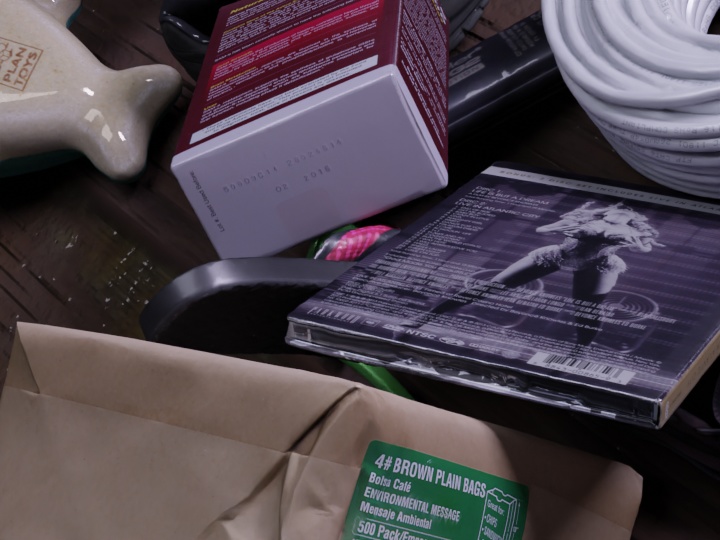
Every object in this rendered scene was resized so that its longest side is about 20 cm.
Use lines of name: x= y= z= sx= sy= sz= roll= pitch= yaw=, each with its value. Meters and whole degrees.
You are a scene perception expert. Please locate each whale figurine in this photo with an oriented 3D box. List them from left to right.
whale figurine: x=-0.199 y=-0.098 z=1.137 sx=0.199 sy=0.104 sz=0.160 roll=15 pitch=67 yaw=17

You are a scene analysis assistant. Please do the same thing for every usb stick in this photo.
usb stick: x=0.028 y=-0.072 z=0.939 sx=0.200 sy=0.033 sz=0.055 roll=-29 pitch=29 yaw=2

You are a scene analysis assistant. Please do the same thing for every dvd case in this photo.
dvd case: x=0.082 y=0.003 z=0.766 sx=0.148 sy=0.016 sz=0.200 roll=11 pitch=26 yaw=25

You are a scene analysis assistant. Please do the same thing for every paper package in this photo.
paper package: x=-0.021 y=0.097 z=0.752 sx=0.190 sy=0.200 sz=0.104 roll=6 pitch=80 yaw=39

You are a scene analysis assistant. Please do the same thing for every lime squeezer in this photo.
lime squeezer: x=0.000 y=0.000 z=0.934 sx=0.070 sy=0.038 sz=0.201 roll=-21 pitch=48 yaw=25

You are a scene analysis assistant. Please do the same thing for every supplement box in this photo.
supplement box: x=-0.018 y=-0.085 z=0.895 sx=0.109 sy=0.061 sz=0.200 roll=-21 pitch=25 yaw=14

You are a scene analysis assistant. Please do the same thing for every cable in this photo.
cable: x=0.181 y=-0.124 z=0.843 sx=0.200 sy=0.069 sz=0.200 roll=-40 pitch=45 yaw=-1

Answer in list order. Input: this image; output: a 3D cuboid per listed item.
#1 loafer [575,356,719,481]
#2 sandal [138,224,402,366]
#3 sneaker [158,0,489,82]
loafer: x=0.144 y=0.043 z=0.769 sx=0.200 sy=0.063 sz=0.072 roll=13 pitch=68 yaw=43
sandal: x=-0.010 y=0.005 z=0.824 sx=0.075 sy=0.200 sz=0.045 roll=-45 pitch=56 yaw=36
sneaker: x=-0.018 y=-0.142 z=1.013 sx=0.199 sy=0.091 sz=0.076 roll=-23 pitch=47 yaw=23
